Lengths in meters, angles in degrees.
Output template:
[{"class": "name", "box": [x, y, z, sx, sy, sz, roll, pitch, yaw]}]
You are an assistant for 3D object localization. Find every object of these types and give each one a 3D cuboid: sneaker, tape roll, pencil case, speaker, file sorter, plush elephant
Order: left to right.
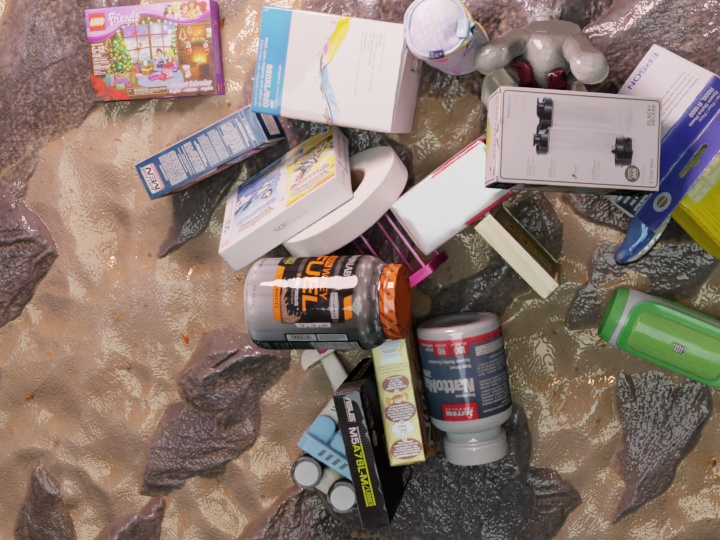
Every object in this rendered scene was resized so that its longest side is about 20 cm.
[{"class": "tape roll", "box": [-0.026, -0.095, 1.336, 0.203, 0.203, 0.037, -31, 114, 16]}, {"class": "file sorter", "box": [0.000, 0.000, 1.376, 0.200, 0.139, 0.125, -37, 88, 16]}, {"class": "pencil case", "box": [0.116, -0.306, 1.267, 0.091, 0.200, 0.083, -6, 93, 14]}, {"class": "plush elephant", "box": [0.238, -0.243, 1.280, 0.165, 0.200, 0.155, 6, 123, 11]}, {"class": "sneaker", "box": [0.387, -0.101, 1.311, 0.089, 0.079, 0.200, 26, 96, 15]}, {"class": "speaker", "box": [0.432, 0.094, 1.321, 0.200, 0.088, 0.089, 22, 103, 8]}]

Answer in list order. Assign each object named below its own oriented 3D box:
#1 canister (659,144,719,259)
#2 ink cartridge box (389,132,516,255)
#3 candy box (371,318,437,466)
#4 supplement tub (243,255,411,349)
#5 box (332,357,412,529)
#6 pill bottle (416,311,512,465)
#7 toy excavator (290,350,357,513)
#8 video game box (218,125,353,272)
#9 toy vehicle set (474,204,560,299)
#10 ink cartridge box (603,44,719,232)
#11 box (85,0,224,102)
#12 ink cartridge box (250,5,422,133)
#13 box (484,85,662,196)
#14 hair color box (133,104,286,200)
[{"class": "canister", "box": [0.490, -0.126, 1.233, 0.149, 0.087, 0.200, 41, 91, -20]}, {"class": "ink cartridge box", "box": [0.132, -0.107, 1.295, 0.148, 0.200, 0.086, -37, 91, 16]}, {"class": "candy box", "box": [0.061, 0.169, 1.380, 0.055, 0.115, 0.200, -10, 84, 13]}, {"class": "supplement tub", "box": [-0.040, 0.042, 1.257, 0.200, 0.123, 0.123, -2, 99, 16]}, {"class": "box", "box": [0.021, 0.237, 1.378, 0.047, 0.200, 0.193, -13, 95, 14]}, {"class": "pill bottle", "box": [0.152, 0.167, 1.378, 0.119, 0.120, 0.200, -8, 97, 14]}, {"class": "toy excavator", "box": [-0.037, 0.230, 1.455, 0.194, 0.100, 0.200, 32, 91, 4]}, {"class": "video game box", "box": [-0.105, -0.106, 1.360, 0.200, 0.182, 0.047, -32, 120, 15]}, {"class": "toy vehicle set", "box": [0.213, -0.030, 1.290, 0.027, 0.200, 0.124, -45, 87, 14]}, {"class": "ink cartridge box", "box": [0.374, -0.174, 1.238, 0.041, 0.200, 0.200, 27, 106, -28]}, {"class": "box", "box": [-0.306, -0.324, 1.442, 0.200, 0.039, 0.137, -2, 98, 13]}, {"class": "ink cartridge box", "box": [-0.026, -0.273, 1.331, 0.200, 0.147, 0.145, 10, 101, 12]}, {"class": "box", "box": [0.253, -0.153, 1.163, 0.200, 0.060, 0.117, 2, 88, -7]}, {"class": "hair color box", "box": [-0.218, -0.174, 1.416, 0.200, 0.100, 0.061, -24, 95, 16]}]
